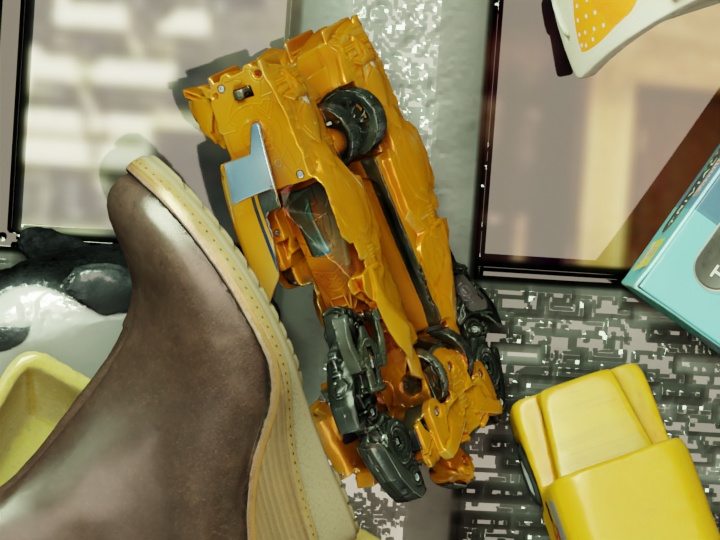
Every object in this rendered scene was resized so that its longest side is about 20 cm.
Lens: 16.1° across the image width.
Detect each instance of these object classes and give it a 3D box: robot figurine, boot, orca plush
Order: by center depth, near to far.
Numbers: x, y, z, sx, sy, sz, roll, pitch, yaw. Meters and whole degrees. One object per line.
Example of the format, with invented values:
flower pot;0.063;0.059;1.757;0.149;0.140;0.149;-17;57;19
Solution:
boot;-0.103;0.073;1.013;0.166;0.072;0.200;-28;111;-12
robot figurine;0.000;0.000;1.070;0.058;0.145;0.201;-16;98;29
orca plush;-0.139;0.020;1.095;0.199;0.071;0.105;-20;142;5

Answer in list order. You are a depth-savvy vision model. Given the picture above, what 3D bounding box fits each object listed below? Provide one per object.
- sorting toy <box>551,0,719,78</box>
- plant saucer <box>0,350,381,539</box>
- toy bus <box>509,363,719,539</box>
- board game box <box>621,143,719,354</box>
sorting toy;0.162;-0.204;1.092;0.199;0.107;0.181;-18;78;-5
plant saucer;-0.113;0.158;1.091;0.200;0.048;0.200;31;91;-19
toy bus;0.126;0.140;1.094;0.065;0.078;0.201;-18;79;-3
board game box;0.240;0.003;1.122;0.200;0.047;0.151;36;91;-2
